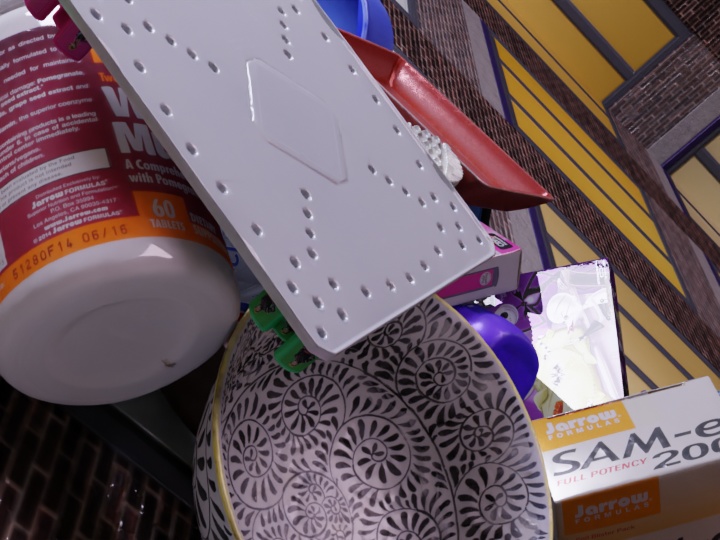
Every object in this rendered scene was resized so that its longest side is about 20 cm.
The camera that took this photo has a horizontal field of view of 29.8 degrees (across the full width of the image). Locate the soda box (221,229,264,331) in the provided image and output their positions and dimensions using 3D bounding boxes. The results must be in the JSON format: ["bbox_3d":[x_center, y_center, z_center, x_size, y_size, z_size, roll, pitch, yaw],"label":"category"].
[{"bbox_3d":[-0.074,-0.073,0.712,0.068,0.063,0.202,10,63,-36],"label":"soda box"}]

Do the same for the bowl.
[{"bbox_3d":[-0.011,0.106,0.641,0.199,0.094,0.203,21,55,-34],"label":"bowl"}]

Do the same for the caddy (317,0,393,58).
[{"bbox_3d":[-0.062,-0.232,1.211,0.201,0.141,0.105,56,17,20],"label":"caddy"}]

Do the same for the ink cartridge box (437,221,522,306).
[{"bbox_3d":[0.000,0.000,0.879,0.198,0.038,0.095,-15,33,-29],"label":"ink cartridge box"}]

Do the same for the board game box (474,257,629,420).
[{"bbox_3d":[0.136,0.090,0.992,0.032,0.119,0.202,52,31,-50],"label":"board game box"}]

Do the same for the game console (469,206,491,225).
[{"bbox_3d":[0.085,0.020,1.092,0.176,0.117,0.199,49,18,26],"label":"game console"}]

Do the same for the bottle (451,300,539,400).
[{"bbox_3d":[0.032,0.032,0.945,0.199,0.066,0.083,31,-6,40],"label":"bottle"}]

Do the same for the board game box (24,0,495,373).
[{"bbox_3d":[-0.037,-0.062,0.622,0.201,0.026,0.200,54,29,5],"label":"board game box"}]

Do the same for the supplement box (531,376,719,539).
[{"bbox_3d":[0.180,0.176,0.871,0.074,0.124,0.202,-107,-177,-52],"label":"supplement box"}]

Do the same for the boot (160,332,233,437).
[{"bbox_3d":[-0.139,0.037,0.671,0.187,0.064,0.199,55,23,14],"label":"boot"}]

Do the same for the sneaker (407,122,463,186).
[{"bbox_3d":[-0.034,-0.076,0.963,0.198,0.100,0.070,25,36,-15],"label":"sneaker"}]

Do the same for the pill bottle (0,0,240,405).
[{"bbox_3d":[-0.131,-0.050,0.615,0.109,0.109,0.202,24,38,-51],"label":"pill bottle"}]

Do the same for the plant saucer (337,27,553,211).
[{"bbox_3d":[0.053,-0.116,1.101,0.200,0.037,0.199,46,16,17],"label":"plant saucer"}]

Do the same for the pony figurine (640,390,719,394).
[{"bbox_3d":[0.221,0.170,1.062,0.199,0.194,0.167,-17,63,-48],"label":"pony figurine"}]
